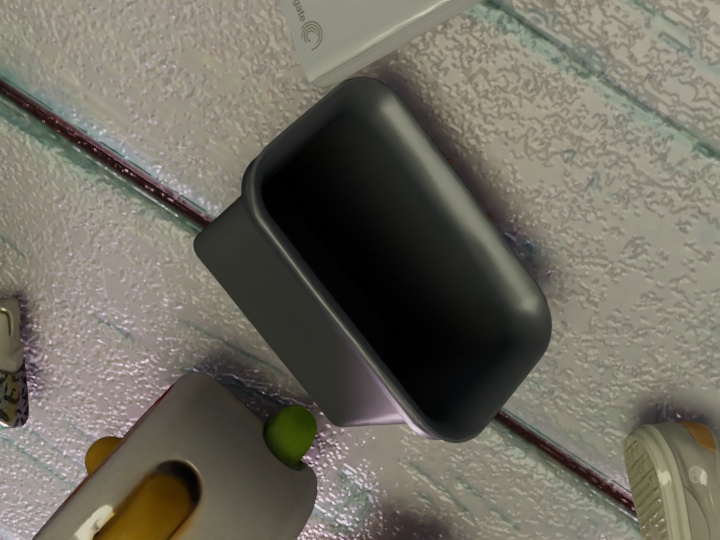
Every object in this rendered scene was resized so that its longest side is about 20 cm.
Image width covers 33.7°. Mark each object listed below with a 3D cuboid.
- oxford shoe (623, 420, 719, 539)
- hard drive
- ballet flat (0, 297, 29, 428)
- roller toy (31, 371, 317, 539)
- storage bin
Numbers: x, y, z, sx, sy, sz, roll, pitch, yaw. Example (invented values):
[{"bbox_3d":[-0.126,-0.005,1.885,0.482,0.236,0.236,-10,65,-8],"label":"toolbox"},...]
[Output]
[{"bbox_3d":[0.218,0.182,0.776,0.057,0.075,0.201,-19,115,-12],"label":"oxford shoe"},{"bbox_3d":[0.035,-0.201,0.632,0.199,0.027,0.133,-25,76,28],"label":"hard drive"},{"bbox_3d":[-0.292,0.027,0.872,0.072,0.072,0.201,-26,107,28],"label":"ballet flat"},{"bbox_3d":[-0.134,0.168,0.815,0.140,0.200,0.182,43,127,-4],"label":"roller toy"},{"bbox_3d":[0.000,0.000,0.727,0.200,0.146,0.134,52,147,-11],"label":"storage bin"}]
